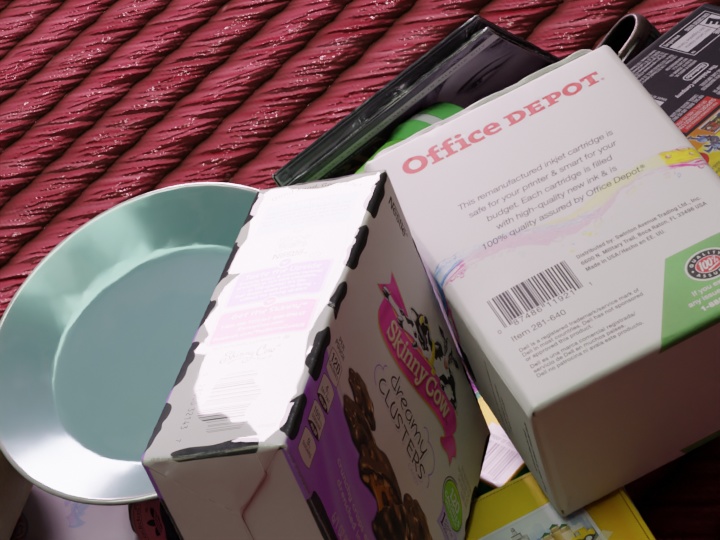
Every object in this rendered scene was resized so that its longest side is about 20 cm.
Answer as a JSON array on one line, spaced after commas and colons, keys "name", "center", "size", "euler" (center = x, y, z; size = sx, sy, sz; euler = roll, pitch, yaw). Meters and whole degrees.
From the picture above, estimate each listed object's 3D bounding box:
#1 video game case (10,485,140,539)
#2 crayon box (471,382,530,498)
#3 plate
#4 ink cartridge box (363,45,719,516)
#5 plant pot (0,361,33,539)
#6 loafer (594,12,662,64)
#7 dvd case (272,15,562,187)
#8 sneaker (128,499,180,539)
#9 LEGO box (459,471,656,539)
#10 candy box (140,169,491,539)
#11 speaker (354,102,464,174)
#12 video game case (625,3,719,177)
[{"name": "video game case", "center": [-0.197, 0.209, 1.366], "size": [0.181, 0.024, 0.201], "euler": [-14, 54, 26]}, {"name": "crayon box", "center": [0.066, 0.067, 1.352], "size": [0.119, 0.058, 0.200], "euler": [-44, 35, -18]}, {"name": "plate", "center": [-0.102, 0.040, 1.296], "size": [0.199, 0.026, 0.201], "euler": [-11, 51, 14]}, {"name": "ink cartridge box", "center": [0.109, 0.000, 1.220], "size": [0.144, 0.084, 0.200], "euler": [-26, 45, -7]}, {"name": "plant pot", "center": [-0.266, 0.130, 1.335], "size": [0.200, 0.201, 0.184], "euler": [1, 51, 39]}, {"name": "loafer", "center": [0.109, -0.078, 1.499], "size": [0.200, 0.063, 0.072], "euler": [-40, 34, -11]}, {"name": "dvd case", "center": [0.042, -0.086, 1.460], "size": [0.148, 0.200, 0.016], "euler": [-37, 76, 13]}, {"name": "sneaker", "center": [-0.074, 0.130, 1.270], "size": [0.081, 0.071, 0.200], "euler": [-4, -6, -10]}, {"name": "LEGO box", "center": [0.058, 0.186, 1.170], "size": [0.199, 0.077, 0.149], "euler": [-25, 32, -2]}, {"name": "candy box", "center": [-0.012, 0.080, 1.138], "size": [0.071, 0.168, 0.200], "euler": [-9, 34, 22]}, {"name": "speaker", "center": [0.000, 0.000, 1.362], "size": [0.200, 0.089, 0.088], "euler": [-45, 36, -19]}, {"name": "video game case", "center": [0.216, -0.080, 1.371], "size": [0.180, 0.026, 0.200], "euler": [18, 40, 34]}]
